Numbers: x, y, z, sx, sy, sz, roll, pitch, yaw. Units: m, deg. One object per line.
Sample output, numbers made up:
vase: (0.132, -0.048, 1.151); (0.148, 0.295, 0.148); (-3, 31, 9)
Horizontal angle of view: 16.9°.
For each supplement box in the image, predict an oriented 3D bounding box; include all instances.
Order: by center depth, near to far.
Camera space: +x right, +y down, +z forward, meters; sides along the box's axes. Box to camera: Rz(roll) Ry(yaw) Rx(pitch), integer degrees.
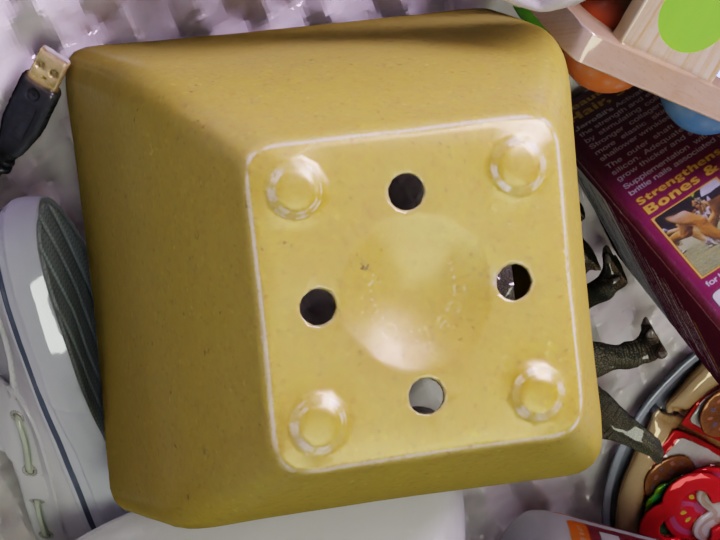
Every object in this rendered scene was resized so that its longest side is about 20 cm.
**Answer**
supplement box: (0.187, -0.020, 1.049); (0.130, 0.200, 0.103); (-32, 129, 0)

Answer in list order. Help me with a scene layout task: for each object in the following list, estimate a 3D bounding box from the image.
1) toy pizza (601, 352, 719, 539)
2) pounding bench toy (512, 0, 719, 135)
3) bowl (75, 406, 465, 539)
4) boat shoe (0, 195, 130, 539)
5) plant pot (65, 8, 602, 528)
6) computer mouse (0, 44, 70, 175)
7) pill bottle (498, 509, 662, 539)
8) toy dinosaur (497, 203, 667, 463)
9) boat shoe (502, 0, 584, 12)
toy pizza: (0.219, 0.106, 1.253); (0.198, 0.032, 0.202); (-11, 125, -16)
pounding bench toy: (0.110, -0.156, 0.976); (0.199, 0.124, 0.157); (19, 113, -31)
bowl: (-0.036, 0.164, 1.118); (0.198, 0.075, 0.201); (-20, 150, -11)
boat shoe: (-0.139, 0.056, 1.042); (0.066, 0.074, 0.201); (-7, 128, 8)
plant pot: (0.000, 0.000, 0.934); (0.192, 0.200, 0.197); (-7, 94, -12)
computer mouse: (-0.172, -0.100, 0.943); (0.139, 0.046, 0.201); (10, 117, -26)
pill bottle: (0.161, 0.196, 1.208); (0.198, 0.113, 0.114); (15, 116, -12)
toy dinosaur: (0.077, 0.027, 1.129); (0.102, 0.077, 0.200); (-30, 134, 13)
boat shoe: (0.006, -0.154, 0.902); (0.199, 0.070, 0.071); (32, 122, 10)
